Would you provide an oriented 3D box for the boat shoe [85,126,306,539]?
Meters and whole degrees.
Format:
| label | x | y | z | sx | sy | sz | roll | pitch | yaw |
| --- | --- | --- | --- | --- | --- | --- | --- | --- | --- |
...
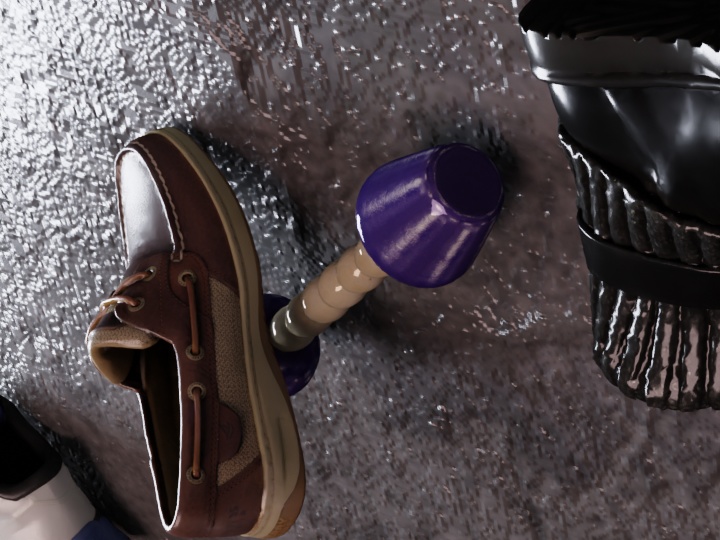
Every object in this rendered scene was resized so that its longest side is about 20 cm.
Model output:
| label | x | y | z | sx | sy | sz | roll | pitch | yaw |
| --- | --- | --- | --- | --- | --- | --- | --- | --- | --- |
| boat shoe | -0.085 | 0.026 | 1.019 | 0.072 | 0.072 | 0.201 | -49 | 52 | 53 |

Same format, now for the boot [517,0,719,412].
| label | x | y | z | sx | sy | sz | roll | pitch | yaw |
| --- | --- | --- | --- | --- | --- | --- | --- | --- | --- |
| boot | 0.151 | -0.020 | 0.793 | 0.211 | 0.079 | 0.158 | 16 | 130 | 50 |

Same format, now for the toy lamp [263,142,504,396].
| label | x | y | z | sx | sy | sz | roll | pitch | yaw |
| --- | --- | --- | --- | --- | --- | --- | --- | --- | --- |
| toy lamp | 0.000 | 0.000 | 0.994 | 0.058 | 0.058 | 0.200 | 47 | 148 | -3 |

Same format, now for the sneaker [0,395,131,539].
| label | x | y | z | sx | sy | sz | roll | pitch | yaw |
| --- | --- | --- | --- | --- | --- | --- | --- | --- | --- |
| sneaker | -0.226 | 0.124 | 1.337 | 0.199 | 0.081 | 0.115 | -3 | 120 | 38 |
